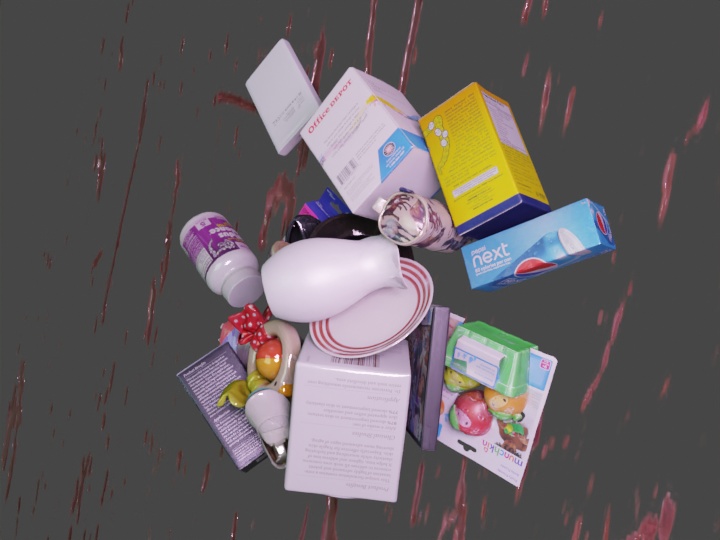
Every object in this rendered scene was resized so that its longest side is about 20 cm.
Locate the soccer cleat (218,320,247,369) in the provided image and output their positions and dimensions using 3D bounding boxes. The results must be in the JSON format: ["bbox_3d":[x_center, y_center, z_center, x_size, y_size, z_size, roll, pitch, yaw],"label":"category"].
[{"bbox_3d":[-0.254,0.198,1.327,0.076,0.067,0.200,4,84,35],"label":"soccer cleat"}]

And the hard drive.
[{"bbox_3d":[-0.155,-0.350,1.331,0.132,0.027,0.200,-41,62,29],"label":"hard drive"}]

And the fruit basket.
[{"bbox_3d":[0.174,0.184,0.960,0.185,0.094,0.200,24,103,38],"label":"fruit basket"}]

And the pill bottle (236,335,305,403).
[{"bbox_3d":[-0.127,0.176,1.189,0.200,0.116,0.117,27,102,38],"label":"pill bottle"}]

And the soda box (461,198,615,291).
[{"bbox_3d":[0.249,-0.031,0.940,0.200,0.064,0.068,-23,71,36],"label":"soda box"}]

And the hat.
[{"bbox_3d":[0.000,0.000,1.122,0.200,0.081,0.201,0,60,0],"label":"hat"}]

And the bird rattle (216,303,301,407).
[{"bbox_3d":[-0.146,0.141,1.075,0.163,0.113,0.200,-11,60,47],"label":"bird rattle"}]

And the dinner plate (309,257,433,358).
[{"bbox_3d":[0.017,0.057,0.991,0.200,0.024,0.200,-18,37,14],"label":"dinner plate"}]

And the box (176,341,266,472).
[{"bbox_3d":[-0.225,0.250,1.192,0.107,0.148,0.200,-33,77,-16],"label":"box"}]

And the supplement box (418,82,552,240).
[{"bbox_3d":[0.183,-0.154,0.979,0.109,0.109,0.200,-29,67,33],"label":"supplement box"}]

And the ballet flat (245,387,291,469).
[{"bbox_3d":[-0.130,0.250,1.019,0.069,0.069,0.200,51,158,31],"label":"ballet flat"}]

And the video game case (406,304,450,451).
[{"bbox_3d":[0.094,0.150,0.995,0.181,0.025,0.200,169,108,-84],"label":"video game case"}]

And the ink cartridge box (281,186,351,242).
[{"bbox_3d":[-0.096,-0.055,1.245,0.095,0.037,0.200,48,112,32],"label":"ink cartridge box"}]

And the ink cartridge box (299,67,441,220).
[{"bbox_3d":[0.030,-0.201,1.086,0.147,0.145,0.200,-46,59,25],"label":"ink cartridge box"}]

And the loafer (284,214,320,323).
[{"bbox_3d":[-0.115,-0.001,1.189,0.068,0.070,0.201,11,101,26],"label":"loafer"}]

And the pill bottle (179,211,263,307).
[{"bbox_3d":[-0.276,-0.020,1.336,0.200,0.112,0.112,48,114,32],"label":"pill bottle"}]

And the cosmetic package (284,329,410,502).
[{"bbox_3d":[-0.017,0.214,1.005,0.167,0.166,0.200,7,101,0],"label":"cosmetic package"}]

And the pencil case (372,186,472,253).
[{"bbox_3d":[0.102,-0.072,0.983,0.078,0.200,0.089,-49,66,20],"label":"pencil case"}]

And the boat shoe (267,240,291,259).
[{"bbox_3d":[-0.091,0.029,1.135,0.065,0.200,0.072,-31,35,29],"label":"boat shoe"}]

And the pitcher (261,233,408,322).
[{"bbox_3d":[-0.040,-0.002,1.000,0.200,0.172,0.121,-15,107,2],"label":"pitcher"}]
